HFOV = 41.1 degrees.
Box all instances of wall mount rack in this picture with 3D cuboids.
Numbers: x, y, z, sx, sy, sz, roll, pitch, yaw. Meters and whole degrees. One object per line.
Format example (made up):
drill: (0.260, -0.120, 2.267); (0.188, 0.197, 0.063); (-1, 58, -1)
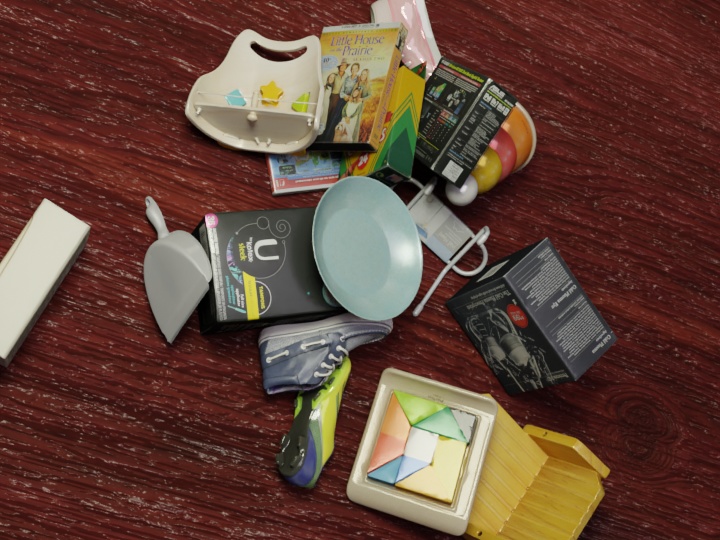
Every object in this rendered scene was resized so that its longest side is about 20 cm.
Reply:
wall mount rack: (0.099, -0.040, 1.488); (0.199, 0.075, 0.174); (42, 106, -6)

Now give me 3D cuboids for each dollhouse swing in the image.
dollhouse swing: (0.223, 0.302, 1.416); (0.201, 0.180, 0.177); (-49, 117, -21)

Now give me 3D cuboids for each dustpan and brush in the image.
dustpan and brush: (-0.266, -0.021, 1.333); (0.057, 0.140, 0.201); (-15, 63, -48)

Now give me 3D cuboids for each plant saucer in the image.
plant saucer: (0.003, -0.028, 1.338); (0.198, 0.038, 0.205); (12, 71, -37)

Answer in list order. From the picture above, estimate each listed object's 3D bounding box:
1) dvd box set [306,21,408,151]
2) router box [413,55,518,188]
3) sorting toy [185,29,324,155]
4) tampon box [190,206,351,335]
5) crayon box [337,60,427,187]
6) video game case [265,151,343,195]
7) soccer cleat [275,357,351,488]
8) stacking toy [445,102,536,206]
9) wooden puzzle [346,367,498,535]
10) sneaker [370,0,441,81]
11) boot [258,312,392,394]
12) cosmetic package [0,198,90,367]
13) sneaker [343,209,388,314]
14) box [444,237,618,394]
dvd box set: (-0.017, -0.275, 1.441); (0.029, 0.144, 0.204); (38, 63, -54)
router box: (0.135, -0.224, 1.428); (0.062, 0.200, 0.151); (29, 101, -24)
sorting toy: (-0.133, -0.274, 1.415); (0.196, 0.107, 0.183); (7, 69, 9)
tampon box: (-0.128, 0.000, 1.361); (0.196, 0.126, 0.153); (-6, 82, -21)
crayon box: (0.033, -0.220, 1.455); (0.050, 0.126, 0.204); (24, 64, -32)
video game case: (-0.086, -0.222, 1.482); (0.140, 0.017, 0.204); (-8, 82, -22)
soccer cleat: (-0.059, 0.216, 1.389); (0.084, 0.064, 0.203); (47, 56, -42)
stacking toy: (0.176, -0.169, 1.469); (0.146, 0.146, 0.201); (43, 45, -7)
wooden puzzle: (0.090, 0.260, 1.398); (0.181, 0.037, 0.204); (15, 74, 12)
sneaker: (0.072, -0.346, 1.541); (0.103, 0.075, 0.204); (-18, 93, -7)
boot: (-0.046, 0.121, 1.368); (0.196, 0.073, 0.092); (-10, 64, 5)
cosmetic package: (-0.438, 0.018, 1.257); (0.072, 0.103, 0.202); (31, 69, -11)
sneaker: (0.000, 0.000, 1.443); (0.076, 0.088, 0.204); (16, 93, -37)
box: (0.252, 0.075, 1.447); (0.104, 0.200, 0.183); (-38, 92, -24)
